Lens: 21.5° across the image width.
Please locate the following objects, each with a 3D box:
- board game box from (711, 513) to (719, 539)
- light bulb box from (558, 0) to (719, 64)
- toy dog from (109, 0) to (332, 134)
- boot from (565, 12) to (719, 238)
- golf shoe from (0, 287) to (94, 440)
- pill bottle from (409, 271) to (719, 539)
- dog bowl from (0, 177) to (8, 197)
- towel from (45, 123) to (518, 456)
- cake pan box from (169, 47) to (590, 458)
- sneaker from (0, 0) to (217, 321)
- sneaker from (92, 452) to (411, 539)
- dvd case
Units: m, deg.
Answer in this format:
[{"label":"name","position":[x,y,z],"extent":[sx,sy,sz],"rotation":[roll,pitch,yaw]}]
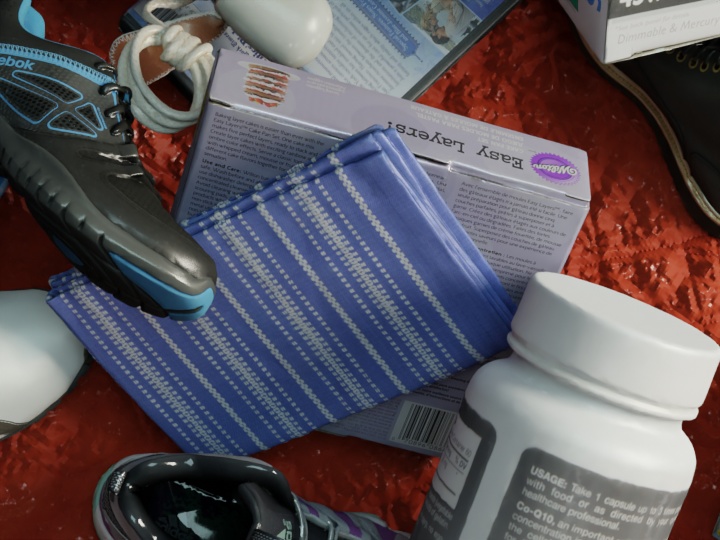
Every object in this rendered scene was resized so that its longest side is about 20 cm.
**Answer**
[{"label":"board game box","position":[0.272,0.103,0.948],"extent":[0.104,0.200,0.104],"rotation":[26,76,-5]},{"label":"light bulb box","position":[0.180,-0.229,0.988],"extent":[0.196,0.126,0.201],"rotation":[-13,43,-11]},{"label":"toy dog","position":[-0.119,-0.153,0.983],"extent":[0.132,0.096,0.200],"rotation":[-41,85,-22]},{"label":"boot","position":[0.187,-0.124,1.010],"extent":[0.077,0.138,0.201],"rotation":[-33,86,-14]},{"label":"golf shoe","position":[-0.223,0.055,0.928],"extent":[0.198,0.095,0.078],"rotation":[-18,82,-14]},{"label":"pill bottle","position":[0.087,0.111,0.880],"extent":[0.112,0.113,0.202],"rotation":[20,100,-5]},{"label":"dog bowl","position":[-0.229,-0.046,0.925],"extent":[0.110,0.050,0.201],"rotation":[21,45,0]},{"label":"towel","position":[-0.035,0.018,0.915],"extent":[0.199,0.024,0.145],"rotation":[-23,125,23]},{"label":"cake pan box","position":[0.000,0.000,0.938],"extent":[0.198,0.185,0.053],"rotation":[14,40,-6]},{"label":"sneaker","position":[-0.129,-0.059,0.869],"extent":[0.082,0.073,0.200],"rotation":[-43,70,-16]},{"label":"sneaker","position":[-0.035,0.140,0.919],"extent":[0.198,0.140,0.079],"rotation":[16,77,-6]},{"label":"dvd case","position":[-0.014,-0.149,1.042],"extent":[0.200,0.018,0.143],"rotation":[-44,89,-15]}]
